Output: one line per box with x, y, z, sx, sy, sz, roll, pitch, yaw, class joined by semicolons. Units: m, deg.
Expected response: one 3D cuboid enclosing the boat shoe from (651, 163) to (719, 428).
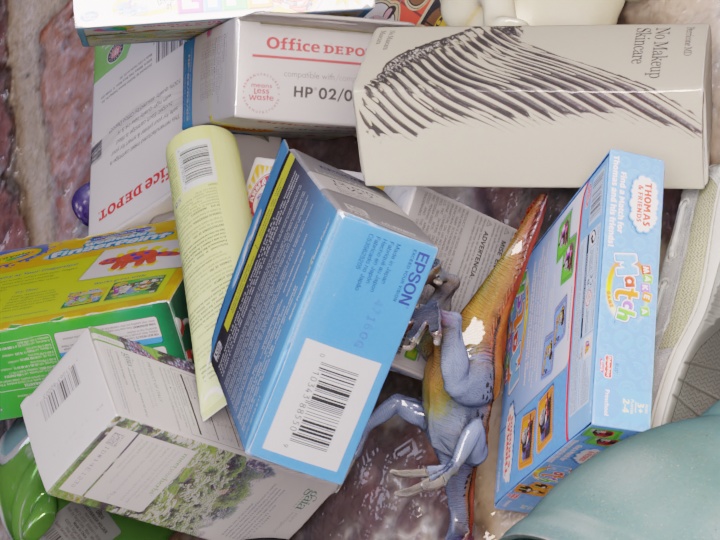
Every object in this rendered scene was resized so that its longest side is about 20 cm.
0.188;0.031;1.034;0.065;0.074;0.203;-5;64;54;boat shoe

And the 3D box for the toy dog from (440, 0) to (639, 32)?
0.098;-0.158;1.180;0.201;0.139;0.194;-64;26;3;toy dog

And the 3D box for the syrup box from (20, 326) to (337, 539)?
-0.116;0.116;1.233;0.079;0.199;0.082;-46;46;22;syrup box

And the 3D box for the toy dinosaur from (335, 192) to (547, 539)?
0.064;0.088;1.094;0.199;0.182;0.105;-28;34;-1;toy dinosaur

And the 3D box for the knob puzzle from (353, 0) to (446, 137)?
0.041;-0.184;1.338;0.219;0.030;0.221;-25;55;40;knob puzzle

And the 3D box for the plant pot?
0.182;0.148;0.907;0.134;0.201;0.200;-47;34;-20;plant pot

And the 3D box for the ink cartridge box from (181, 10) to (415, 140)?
-0.045;-0.129;1.269;0.200;0.114;0.068;-179;91;-72;ink cartridge box

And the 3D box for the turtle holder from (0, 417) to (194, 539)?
-0.187;0.129;1.358;0.132;0.140;0.186;40;104;51;turtle holder

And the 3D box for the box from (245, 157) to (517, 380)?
0.000;0.000;1.226;0.199;0.101;0.113;12;81;56;box

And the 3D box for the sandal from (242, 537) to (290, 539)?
-0.097;0.215;1.269;0.199;0.076;0.043;-25;31;39;sandal

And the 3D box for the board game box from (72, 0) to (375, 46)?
-0.096;-0.183;1.286;0.134;0.198;0.035;-166;71;-83;board game box

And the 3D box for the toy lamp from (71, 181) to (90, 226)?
-0.193;0.014;1.488;0.058;0.058;0.201;-42;46;27;toy lamp

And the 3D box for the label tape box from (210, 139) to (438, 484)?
-0.029;0.017;1.083;0.200;0.066;0.144;-124;54;-72;label tape box

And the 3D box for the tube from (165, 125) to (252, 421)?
-0.092;-0.003;1.226;0.058;0.051;0.201;95;165;-54;tube

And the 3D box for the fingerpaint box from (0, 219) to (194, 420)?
-0.199;0.035;1.347;0.198;0.074;0.167;-10;21;13;fingerpaint box

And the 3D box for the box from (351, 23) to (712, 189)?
0.100;-0.094;1.069;0.198;0.069;0.082;0;35;12;box

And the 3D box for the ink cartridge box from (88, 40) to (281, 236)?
-0.138;-0.117;1.467;0.145;0.084;0.201;-29;52;38;ink cartridge box

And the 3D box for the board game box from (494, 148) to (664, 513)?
0.120;0.041;1.051;0.200;0.036;0.153;121;157;-68;board game box
